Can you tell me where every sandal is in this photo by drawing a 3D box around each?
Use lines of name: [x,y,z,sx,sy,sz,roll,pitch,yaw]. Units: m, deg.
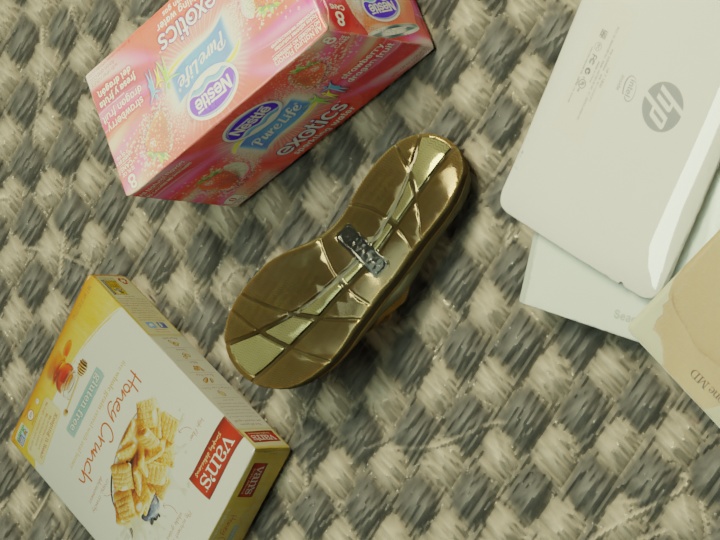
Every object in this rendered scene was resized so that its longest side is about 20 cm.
sandal: [0.000,0.000,1.593,0.200,0.054,0.080,-47,62,14]

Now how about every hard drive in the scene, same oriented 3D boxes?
hard drive: [0.164,-0.063,1.455,0.132,0.026,0.200,19,100,42]

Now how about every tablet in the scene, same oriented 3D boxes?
tablet: [0.156,-0.099,1.438,0.130,0.014,0.200,34,111,39]

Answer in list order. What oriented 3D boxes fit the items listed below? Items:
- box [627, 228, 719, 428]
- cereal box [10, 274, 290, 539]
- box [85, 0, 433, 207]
box: [0.241,-0.011,1.328,0.095,0.078,0.200,46,120,12]
cereal box: [-0.143,0.116,1.723,0.200,0.040,0.144,43,116,36]
box: [-0.066,-0.131,1.624,0.200,0.103,0.095,-36,64,35]
